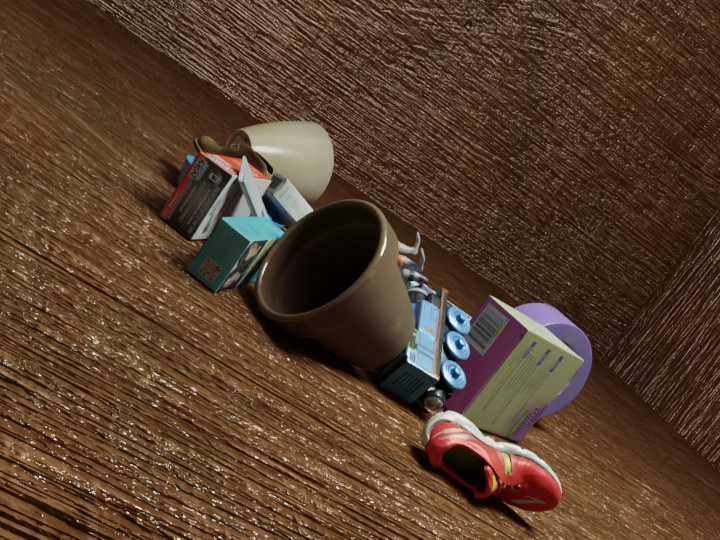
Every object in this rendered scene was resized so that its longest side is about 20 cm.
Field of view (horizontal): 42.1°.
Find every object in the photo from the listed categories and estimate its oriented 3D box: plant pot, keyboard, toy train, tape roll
[{"bbox_3d":[-0.013,0.038,1.239,0.175,0.200,0.200,53,-3,-37],"label":"plant pot"},{"bbox_3d":[-0.193,-0.246,2.031,0.199,0.188,0.187,4,30,-47],"label":"plant pot"},{"bbox_3d":[-0.144,-0.072,1.373,0.057,0.011,0.201,-95,171,-48],"label":"keyboard"},{"bbox_3d":[0.093,0.106,1.338,0.114,0.087,0.201,34,40,-19],"label":"toy train"},{"bbox_3d":[0.321,0.168,1.727,0.199,0.201,0.085,31,10,-30],"label":"tape roll"}]

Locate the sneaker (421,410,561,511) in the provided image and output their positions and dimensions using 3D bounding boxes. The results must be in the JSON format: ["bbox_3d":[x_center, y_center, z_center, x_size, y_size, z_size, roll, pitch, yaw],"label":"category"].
[{"bbox_3d":[0.157,0.251,1.132,0.199,0.077,0.085,28,21,-11],"label":"sneaker"}]

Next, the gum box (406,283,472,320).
[{"bbox_3d":[0.127,0.094,1.614,0.169,0.045,0.200,35,-16,-13],"label":"gum box"}]

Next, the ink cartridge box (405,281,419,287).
[{"bbox_3d":[0.160,0.108,1.838,0.199,0.068,0.115,36,9,-3],"label":"ink cartridge box"}]

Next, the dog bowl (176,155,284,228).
[{"bbox_3d":[-0.221,-0.115,1.574,0.199,0.050,0.112,34,9,-13],"label":"dog bowl"}]

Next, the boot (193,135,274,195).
[{"bbox_3d":[-0.211,-0.186,1.579,0.200,0.076,0.073,42,12,37],"label":"boot"}]

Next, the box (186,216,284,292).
[{"bbox_3d":[-0.158,-0.025,1.245,0.049,0.083,0.200,37,9,5],"label":"box"}]

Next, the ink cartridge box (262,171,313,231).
[{"bbox_3d":[-0.148,-0.122,1.664,0.199,0.044,0.174,32,-13,47],"label":"ink cartridge box"}]

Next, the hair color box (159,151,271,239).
[{"bbox_3d":[-0.210,-0.109,1.383,0.064,0.111,0.200,36,8,5],"label":"hair color box"}]

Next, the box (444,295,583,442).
[{"bbox_3d":[0.229,0.160,1.480,0.199,0.177,0.097,26,13,-47],"label":"box"}]

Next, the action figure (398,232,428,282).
[{"bbox_3d":[0.010,0.004,1.495,0.201,0.191,0.105,-96,173,-60],"label":"action figure"}]
